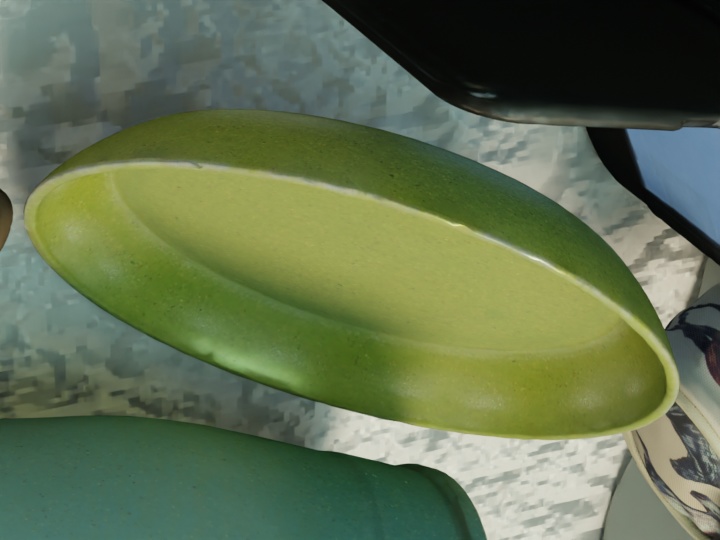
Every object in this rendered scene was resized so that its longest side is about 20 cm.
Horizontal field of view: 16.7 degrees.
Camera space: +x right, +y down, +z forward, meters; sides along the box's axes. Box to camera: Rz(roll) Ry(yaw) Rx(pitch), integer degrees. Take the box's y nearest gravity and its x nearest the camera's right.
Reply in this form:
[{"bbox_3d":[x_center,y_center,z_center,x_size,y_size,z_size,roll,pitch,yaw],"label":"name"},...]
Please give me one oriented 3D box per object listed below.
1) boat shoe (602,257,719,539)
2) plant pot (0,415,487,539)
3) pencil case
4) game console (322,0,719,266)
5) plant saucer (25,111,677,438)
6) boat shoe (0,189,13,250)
[{"bbox_3d":[0.148,0.064,0.904,0.064,0.071,0.200,10,108,-29],"label":"boat shoe"},{"bbox_3d":[-0.088,0.130,0.757,0.188,0.200,0.200,20,105,-19],"label":"plant pot"},{"bbox_3d":[0.173,0.020,0.816,0.200,0.089,0.078,-30,140,-22],"label":"pencil case"},{"bbox_3d":[0.061,-0.041,0.728,0.116,0.200,0.176,-29,124,-10],"label":"game console"},{"bbox_3d":[0.000,0.000,0.735,0.200,0.200,0.031,31,66,-35],"label":"plant saucer"},{"bbox_3d":[-0.195,0.032,0.727,0.076,0.072,0.200,41,85,-21],"label":"boat shoe"}]
